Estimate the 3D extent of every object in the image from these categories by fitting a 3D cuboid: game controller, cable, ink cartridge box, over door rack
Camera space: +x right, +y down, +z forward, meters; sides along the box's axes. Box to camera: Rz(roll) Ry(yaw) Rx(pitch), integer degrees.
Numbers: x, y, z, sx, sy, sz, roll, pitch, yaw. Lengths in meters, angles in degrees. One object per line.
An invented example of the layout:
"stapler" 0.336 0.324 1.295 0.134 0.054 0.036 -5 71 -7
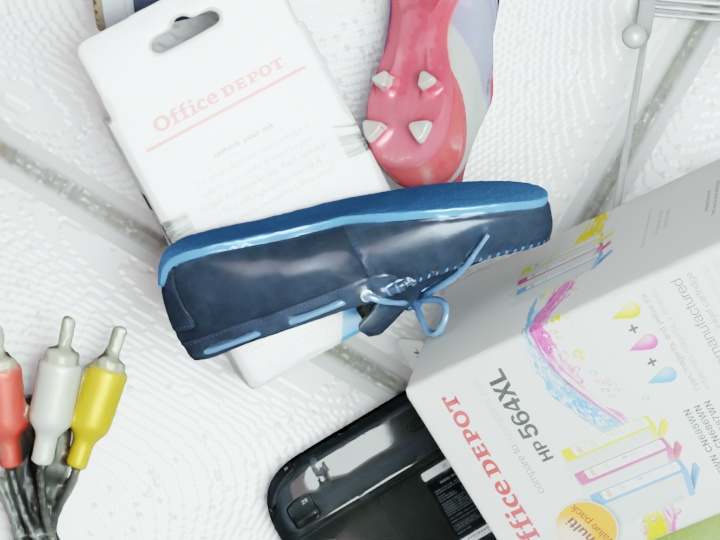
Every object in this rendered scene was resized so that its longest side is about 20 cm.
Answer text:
"game controller" 0.051 0.111 1.155 0.200 0.042 0.105 -30 108 -6
"cable" -0.174 0.123 1.115 0.097 0.050 0.201 2 90 -10
"ink cartridge box" -0.057 -0.054 1.114 0.116 0.067 0.201 -28 99 -6
"over door rack" 0.208 -0.081 1.113 0.147 0.067 0.201 6 70 12
"ink cartridge box" 0.125 0.055 1.048 0.200 0.125 0.129 -27 105 21

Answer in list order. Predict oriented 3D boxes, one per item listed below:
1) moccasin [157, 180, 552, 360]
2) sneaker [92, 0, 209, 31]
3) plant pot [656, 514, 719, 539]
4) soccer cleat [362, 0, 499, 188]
"moccasin" 0.000 0.000 1.064 0.199 0.080 0.068 -10 101 5
"sneaker" -0.094 -0.230 1.113 0.108 0.070 0.201 -4 97 -2
"plant pot" 0.153 0.220 1.102 0.199 0.200 0.191 17 77 -7
"soccer cleat" 0.050 -0.137 1.143 0.066 0.076 0.201 5 71 26
